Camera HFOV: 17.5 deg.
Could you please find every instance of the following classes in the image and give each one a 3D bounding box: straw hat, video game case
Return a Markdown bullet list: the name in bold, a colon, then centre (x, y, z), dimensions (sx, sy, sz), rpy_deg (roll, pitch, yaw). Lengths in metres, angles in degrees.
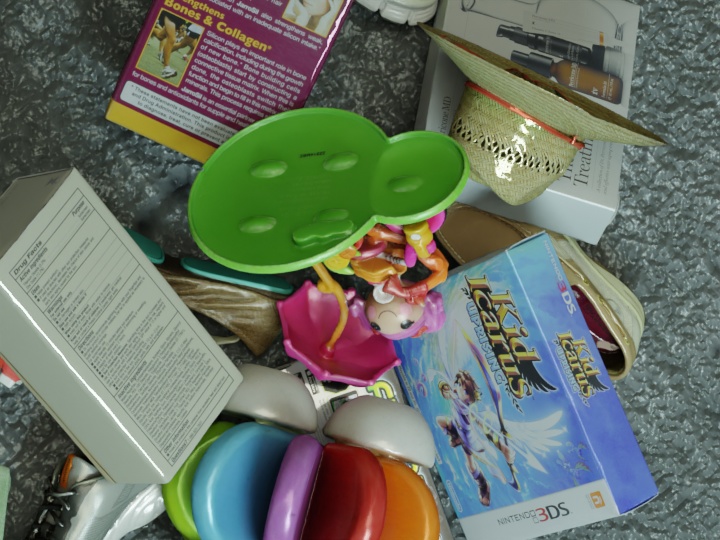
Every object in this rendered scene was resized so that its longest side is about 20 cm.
- **straw hat**: centre (0.105, -0.093, 1.601), dimensions (0.200, 0.201, 0.086), rpy_deg (24, 98, -8)
- **video game case**: centre (0.106, 0.092, 1.671), dimensions (0.045, 0.181, 0.201), rpy_deg (-23, 89, -36)

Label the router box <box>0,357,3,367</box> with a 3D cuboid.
- **router box**: centre (-0.346, 0.038, 1.619), dimensions (0.199, 0.049, 0.181), rpy_deg (25, 92, 6)

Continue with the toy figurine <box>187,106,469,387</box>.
- **toy figurine**: centre (0.000, 0.000, 1.633), dimensions (0.198, 0.185, 0.151), rpy_deg (-6, 47, 15)

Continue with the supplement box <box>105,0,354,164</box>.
- **supplement box**: centre (-0.083, -0.182, 1.661), dimensions (0.130, 0.103, 0.201), rpy_deg (25, 112, -7)

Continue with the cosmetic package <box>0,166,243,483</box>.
- **cosmetic package**: centre (-0.180, 0.040, 1.570), dimensions (0.200, 0.073, 0.104), rpy_deg (53, 55, -24)

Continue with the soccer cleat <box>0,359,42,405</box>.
- **soccer cleat**: centre (-0.257, 0.019, 1.668), dimensions (0.200, 0.069, 0.085), rpy_deg (41, 89, 0)

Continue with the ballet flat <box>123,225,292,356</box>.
- **ballet flat**: centre (-0.147, 0.014, 1.699), dimensions (0.198, 0.068, 0.073), rpy_deg (20, 101, -12)

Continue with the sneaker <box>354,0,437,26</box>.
- **sneaker**: centre (-0.017, -0.262, 1.718), dimensions (0.199, 0.090, 0.079), rpy_deg (22, 43, -15)

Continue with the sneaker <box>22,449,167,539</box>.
- **sneaker**: centre (-0.207, 0.179, 1.648), dimensions (0.200, 0.074, 0.079), rpy_deg (-51, 132, -16)

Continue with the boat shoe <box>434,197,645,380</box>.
- **boat shoe**: centre (0.132, 0.009, 1.715), dimensions (0.199, 0.067, 0.074), rpy_deg (33, 124, -18)

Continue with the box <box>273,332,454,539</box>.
- **box**: centre (-0.004, 0.157, 1.719), dimensions (0.109, 0.035, 0.202), rpy_deg (-19, 88, -12)

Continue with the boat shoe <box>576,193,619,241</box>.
- **boat shoe**: centre (0.103, -0.065, 1.743), dimensions (0.198, 0.068, 0.073), rpy_deg (13, 82, -10)

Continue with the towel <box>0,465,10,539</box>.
- **towel**: centre (-0.348, 0.178, 1.620), dimensions (0.198, 0.023, 0.153), rpy_deg (11, 46, -10)

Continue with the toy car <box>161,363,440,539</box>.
- **toy car**: centre (-0.039, 0.164, 1.618), dimensions (0.198, 0.150, 0.177), rpy_deg (15, 85, -5)

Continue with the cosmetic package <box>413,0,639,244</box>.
- **cosmetic package**: centre (0.121, -0.130, 1.719), dimensions (0.149, 0.052, 0.201), rpy_deg (15, 54, -6)
